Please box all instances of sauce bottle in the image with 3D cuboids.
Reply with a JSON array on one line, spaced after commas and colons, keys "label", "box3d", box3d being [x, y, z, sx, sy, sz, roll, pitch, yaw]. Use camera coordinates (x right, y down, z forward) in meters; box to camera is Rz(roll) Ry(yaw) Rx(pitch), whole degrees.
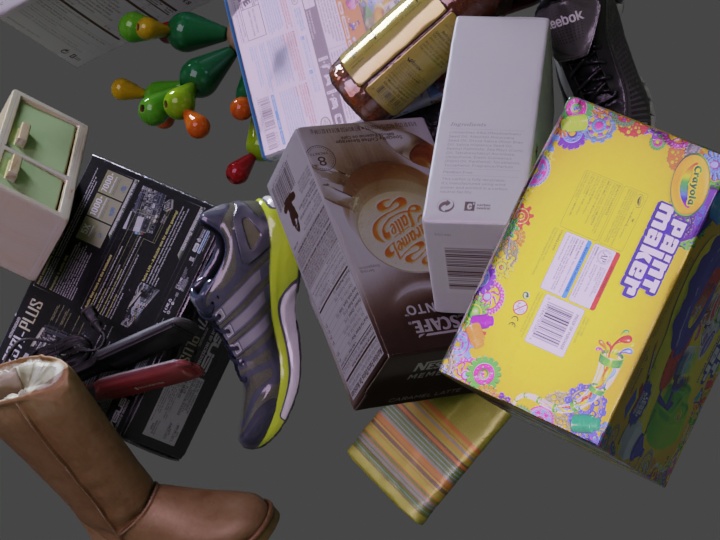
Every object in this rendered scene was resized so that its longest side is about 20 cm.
[{"label": "sauce bottle", "box3d": [0.067, -0.191, 1.462, 0.200, 0.066, 0.066, -39, 57, 13]}]

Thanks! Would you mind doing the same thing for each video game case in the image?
[{"label": "video game case", "box3d": [-0.002, -0.183, 1.533, 0.200, 0.018, 0.144, -18, 77, 19]}]

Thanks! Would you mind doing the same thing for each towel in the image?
[{"label": "towel", "box3d": [0.081, 0.090, 1.465, 0.200, 0.018, 0.086, -50, 59, 6]}]

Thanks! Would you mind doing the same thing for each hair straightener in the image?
[{"label": "hair straightener", "box3d": [-0.210, 0.069, 1.534, 0.200, 0.041, 0.077, -19, 63, 29]}]

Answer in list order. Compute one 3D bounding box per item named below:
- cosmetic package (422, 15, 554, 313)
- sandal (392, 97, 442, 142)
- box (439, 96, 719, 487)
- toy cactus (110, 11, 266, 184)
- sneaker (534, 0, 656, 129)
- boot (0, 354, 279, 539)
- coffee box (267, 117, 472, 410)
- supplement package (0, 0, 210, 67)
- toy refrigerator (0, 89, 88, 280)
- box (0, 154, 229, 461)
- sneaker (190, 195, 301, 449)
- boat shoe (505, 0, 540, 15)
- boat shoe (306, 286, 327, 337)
[{"label": "cosmetic package", "box3d": [0.094, -0.076, 1.391, 0.071, 0.102, 0.200, 2, 51, 10]}, {"label": "sandal", "box3d": [0.070, -0.106, 1.529, 0.075, 0.048, 0.200, -45, 69, 8]}, {"label": "box", "box3d": [0.174, 0.019, 1.317, 0.122, 0.193, 0.200, 24, 87, 25]}, {"label": "toy cactus", "box3d": [-0.112, -0.168, 1.644, 0.165, 0.102, 0.200, -41, 52, -10]}, {"label": "sneaker", "box3d": [0.167, -0.162, 1.457, 0.066, 0.090, 0.201, -19, 64, 25]}, {"label": "boot", "box3d": [-0.180, 0.147, 1.487, 0.175, 0.200, 0.066, -15, 34, 26]}, {"label": "coffee box", "box3d": [0.022, -0.008, 1.439, 0.200, 0.114, 0.080, 67, 149, 26]}, {"label": "supplement package", "box3d": [-0.211, -0.287, 1.713, 0.200, 0.120, 0.122, -23, 61, 22]}, {"label": "toy refrigerator", "box3d": [-0.280, -0.077, 1.637, 0.070, 0.076, 0.200, -57, 15, 22]}, {"label": "box", "box3d": [-0.184, 0.030, 1.603, 0.164, 0.086, 0.200, 22, 85, 35]}, {"label": "sneaker", "box3d": [-0.092, 0.039, 1.519, 0.074, 0.081, 0.201, -177, 87, -74]}, {"label": "boat shoe", "box3d": [0.055, -0.219, 1.557, 0.200, 0.070, 0.071, -16, 61, 26]}, {"label": "boat shoe", "box3d": [0.001, 0.000, 1.512, 0.065, 0.074, 0.202, -32, 52, 23]}]
